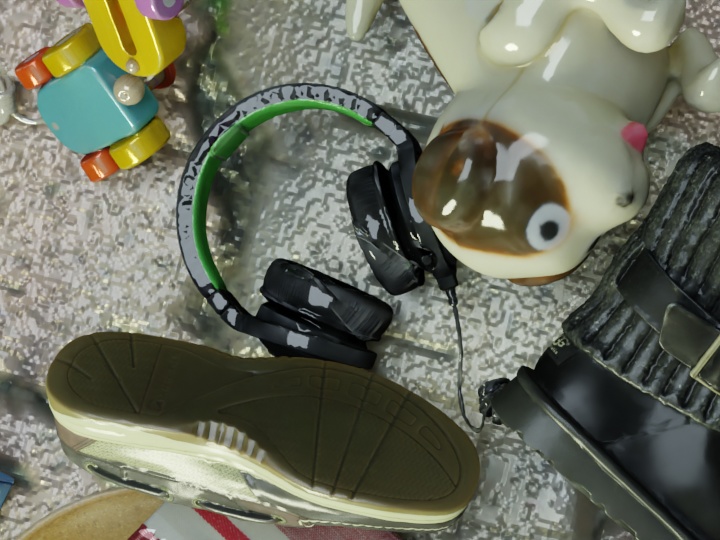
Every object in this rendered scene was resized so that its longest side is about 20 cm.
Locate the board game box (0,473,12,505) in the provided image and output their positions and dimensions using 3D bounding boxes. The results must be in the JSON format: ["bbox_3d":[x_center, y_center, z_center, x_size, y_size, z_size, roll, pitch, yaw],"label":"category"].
[{"bbox_3d":[-0.244,0.177,1.297,0.037,0.151,0.200,24,89,17],"label":"board game box"}]

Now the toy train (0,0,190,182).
[{"bbox_3d":[-0.138,-0.137,1.326,0.150,0.200,0.056,32,53,19],"label":"toy train"}]

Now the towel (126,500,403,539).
[{"bbox_3d":[-0.064,0.181,1.279,0.144,0.023,0.200,42,78,12],"label":"towel"}]

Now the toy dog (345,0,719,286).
[{"bbox_3d":[0.073,-0.095,1.244,0.194,0.140,0.200,-9,65,19],"label":"toy dog"}]

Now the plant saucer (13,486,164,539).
[{"bbox_3d":[-0.094,0.200,1.303,0.200,0.035,0.201,-1,70,2],"label":"plant saucer"}]

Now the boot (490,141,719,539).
[{"bbox_3d":[0.179,0.062,1.215,0.211,0.079,0.158,40,96,-13],"label":"boot"}]

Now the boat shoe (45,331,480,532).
[{"bbox_3d":[-0.045,0.081,1.265,0.200,0.066,0.072,13,52,7],"label":"boat shoe"}]

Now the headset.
[{"bbox_3d":[0.000,0.000,1.293,0.200,0.094,0.124,43,95,8],"label":"headset"}]
